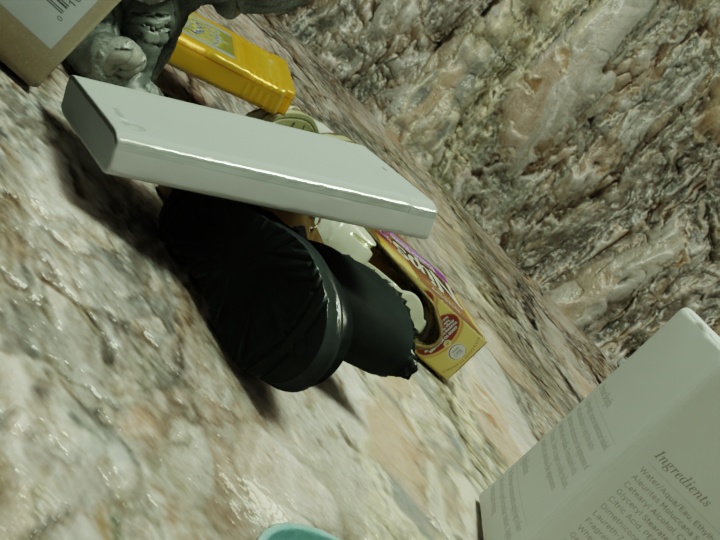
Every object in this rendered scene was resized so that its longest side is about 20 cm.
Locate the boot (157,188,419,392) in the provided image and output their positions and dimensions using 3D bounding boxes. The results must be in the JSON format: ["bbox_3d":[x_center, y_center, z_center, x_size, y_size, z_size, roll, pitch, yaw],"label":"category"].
[{"bbox_3d":[-0.024,0.025,0.864,0.162,0.073,0.198,33,9,-42],"label":"boot"}]

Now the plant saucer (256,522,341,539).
[{"bbox_3d":[0.021,0.177,0.511,0.200,0.036,0.200,45,8,-8],"label":"plant saucer"}]

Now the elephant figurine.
[{"bbox_3d":[-0.131,-0.219,1.053,0.155,0.200,0.142,38,12,-43],"label":"elephant figurine"}]

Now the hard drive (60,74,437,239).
[{"bbox_3d":[-0.068,-0.068,0.865,0.200,0.026,0.132,11,17,-27],"label":"hard drive"}]

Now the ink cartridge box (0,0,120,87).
[{"bbox_3d":[-0.188,-0.239,0.863,0.165,0.200,0.075,42,9,-23],"label":"ink cartridge box"}]

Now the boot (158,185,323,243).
[{"bbox_3d":[-0.046,-0.027,1.004,0.200,0.075,0.074,40,9,-43],"label":"boot"}]

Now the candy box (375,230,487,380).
[{"bbox_3d":[0.014,-0.003,1.245,0.200,0.056,0.117,40,10,-30],"label":"candy box"}]

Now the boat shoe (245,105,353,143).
[{"bbox_3d":[-0.074,-0.117,1.333,0.068,0.075,0.200,28,4,19],"label":"boat shoe"}]

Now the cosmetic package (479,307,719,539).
[{"bbox_3d":[0.202,0.158,0.922,0.165,0.200,0.165,45,9,-4],"label":"cosmetic package"}]

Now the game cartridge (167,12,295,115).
[{"bbox_3d":[-0.152,-0.204,1.259,0.200,0.032,0.176,24,14,-14],"label":"game cartridge"}]

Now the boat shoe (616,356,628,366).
[{"bbox_3d":[0.613,0.240,2.970,0.200,0.071,0.072,45,9,-7],"label":"boat shoe"}]

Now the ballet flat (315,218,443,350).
[{"bbox_3d":[0.000,0.000,1.115,0.200,0.068,0.072,47,-11,-31],"label":"ballet flat"}]
